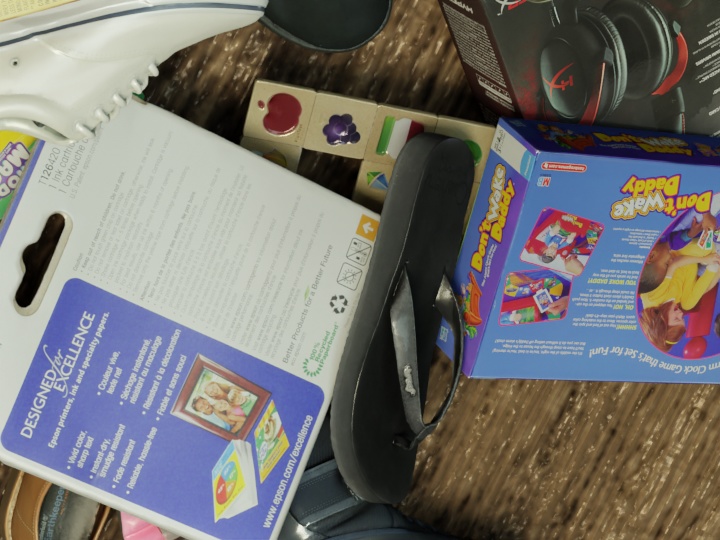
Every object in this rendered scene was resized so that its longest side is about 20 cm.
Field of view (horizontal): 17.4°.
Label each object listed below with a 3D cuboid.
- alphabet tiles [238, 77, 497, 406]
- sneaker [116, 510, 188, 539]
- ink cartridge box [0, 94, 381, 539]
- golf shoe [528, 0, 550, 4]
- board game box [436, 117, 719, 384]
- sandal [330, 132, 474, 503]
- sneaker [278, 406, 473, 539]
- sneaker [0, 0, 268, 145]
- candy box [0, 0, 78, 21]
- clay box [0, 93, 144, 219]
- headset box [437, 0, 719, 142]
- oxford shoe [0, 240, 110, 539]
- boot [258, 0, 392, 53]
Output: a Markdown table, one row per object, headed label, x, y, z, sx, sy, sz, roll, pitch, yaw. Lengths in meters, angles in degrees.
| label | x | y | z | sx | sy | sz | roll | pitch | yaw |
| --- | --- | --- | --- | --- | --- | --- | --- | --- | --- |
| alphabet tiles | 0.000 | 0.000 | 1.293 | 0.167 | 0.008 | 0.200 | 11 | 118 | -12 |
| sneaker | -0.100 | 0.150 | 1.288 | 0.079 | 0.095 | 0.201 | -12 | 107 | -20 |
| ink cartridge box | -0.103 | 0.025 | 1.210 | 0.200 | 0.047 | 0.198 | 25 | 80 | -18 |
| golf shoe | 0.034 | -0.215 | 1.171 | 0.077 | 0.200 | 0.088 | -55 | 160 | 7 |
| board game box | 0.151 | -0.007 | 1.292 | 0.200 | 0.045 | 0.135 | 3 | 115 | -29 |
| sandal | 0.029 | 0.029 | 1.235 | 0.076 | 0.043 | 0.201 | -5 | 108 | -58 |
| sneaker | 0.010 | 0.141 | 1.339 | 0.077 | 0.146 | 0.202 | -39 | 164 | 22 |
| sneaker | -0.137 | -0.097 | 1.145 | 0.200 | 0.073 | 0.071 | -15 | 90 | -10 |
| candy box | -0.200 | -0.143 | 1.094 | 0.200 | 0.115 | 0.055 | -19 | 110 | -19 |
| clay box | -0.209 | -0.132 | 1.185 | 0.115 | 0.048 | 0.200 | -39 | 117 | -10 |
| headset box | 0.144 | -0.109 | 1.316 | 0.148 | 0.075 | 0.200 | -28 | 119 | -11 |
| oxford shoe | -0.144 | 0.073 | 1.262 | 0.071 | 0.071 | 0.201 | 5 | 102 | -22 |
| boot | -0.030 | -0.173 | 1.180 | 0.076 | 0.168 | 0.200 | -44 | 117 | -5 |
